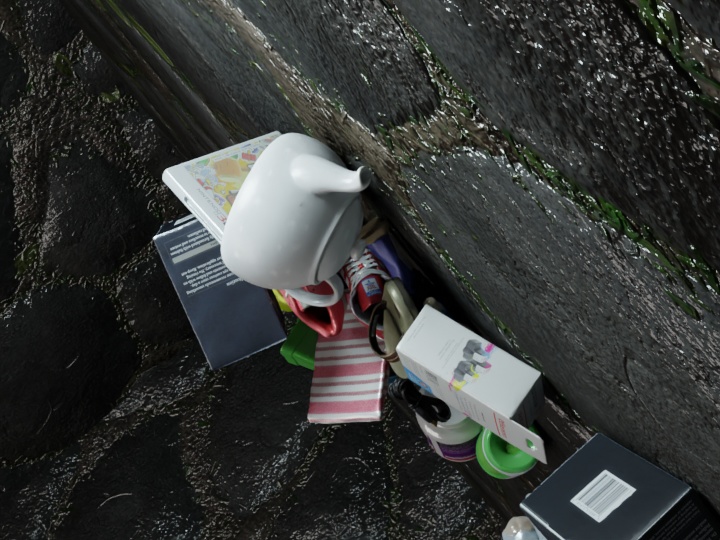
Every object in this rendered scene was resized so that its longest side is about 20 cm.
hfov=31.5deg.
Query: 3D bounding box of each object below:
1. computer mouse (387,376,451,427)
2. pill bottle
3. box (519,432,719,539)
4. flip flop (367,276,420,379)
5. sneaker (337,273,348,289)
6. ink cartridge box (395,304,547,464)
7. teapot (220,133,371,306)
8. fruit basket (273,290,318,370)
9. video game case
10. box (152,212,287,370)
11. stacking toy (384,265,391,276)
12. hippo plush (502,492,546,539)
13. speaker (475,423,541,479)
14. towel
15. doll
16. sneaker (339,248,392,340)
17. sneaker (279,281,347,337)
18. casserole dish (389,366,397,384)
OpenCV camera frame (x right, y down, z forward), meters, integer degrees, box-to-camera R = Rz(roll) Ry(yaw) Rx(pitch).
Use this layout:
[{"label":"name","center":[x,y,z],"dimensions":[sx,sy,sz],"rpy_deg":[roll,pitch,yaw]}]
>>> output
[{"label":"computer mouse","center":[0.087,0.120,1.784],"dimensions":[0.110,0.044,0.200],"rpy_deg":[38,-147,-27]},{"label":"pill bottle","center":[0.145,0.220,1.954],"dimensions":[0.112,0.112,0.200],"rpy_deg":[47,173,20]},{"label":"box","center":[0.293,0.294,1.285],"dimensions":[0.197,0.124,0.200],"rpy_deg":[52,173,-17]},{"label":"flip flop","center":[0.038,0.076,1.552],"dimensions":[0.081,0.057,0.200],"rpy_deg":[54,167,22]},{"label":"sneaker","center":[-0.068,-0.033,1.866],"dimensions":[0.201,0.067,0.108],"rpy_deg":[3,-137,-41]},{"label":"ink cartridge box","center":[0.146,0.133,1.477],"dimensions":[0.200,0.068,0.115],"rpy_deg":[31,166,21]},{"label":"teapot","center":[-0.061,-0.051,1.487],"dimensions":[0.146,0.198,0.200],"rpy_deg":[27,-172,7]},{"label":"fruit basket","center":[-0.072,0.044,1.966],"dimensions":[0.216,0.216,0.156],"rpy_deg":[48,175,11]},{"label":"video game case","center":[-0.126,-0.094,1.661],"dimensions":[0.182,0.200,0.023],"rpy_deg":[46,136,21]},{"label":"box","center":[-0.194,0.013,1.787],"dimensions":[0.197,0.117,0.201],"rpy_deg":[-125,12,-81]},{"label":"stacking toy","center":[-0.029,-0.037,1.782],"dimensions":[0.200,0.085,0.085],"rpy_deg":[44,173,8]},{"label":"hippo plush","center":[0.258,0.346,1.648],"dimensions":[0.159,0.200,0.161],"rpy_deg":[23,157,19]},{"label":"speaker","center":[0.209,0.251,1.817],"dimensions":[0.088,0.088,0.200],"rpy_deg":[48,174,10]},{"label":"towel","center":[-0.006,0.121,1.827],"dimensions":[0.030,0.201,0.146],"rpy_deg":[21,160,-41]},{"label":"doll","center":[0.072,0.027,1.569],"dimensions":[0.200,0.048,0.136],"rpy_deg":[51,175,-13]},{"label":"sneaker","center":[0.000,0.000,1.682],"dimensions":[0.200,0.071,0.112],"rpy_deg":[59,-179,7]},{"label":"sneaker","center":[-0.080,0.009,1.684],"dimensions":[0.200,0.074,0.087],"rpy_deg":[49,-165,-26]},{"label":"casserole dish","center":[0.065,0.142,1.893],"dimensions":[0.200,0.121,0.039],"rpy_deg":[0,-106,-60]}]
